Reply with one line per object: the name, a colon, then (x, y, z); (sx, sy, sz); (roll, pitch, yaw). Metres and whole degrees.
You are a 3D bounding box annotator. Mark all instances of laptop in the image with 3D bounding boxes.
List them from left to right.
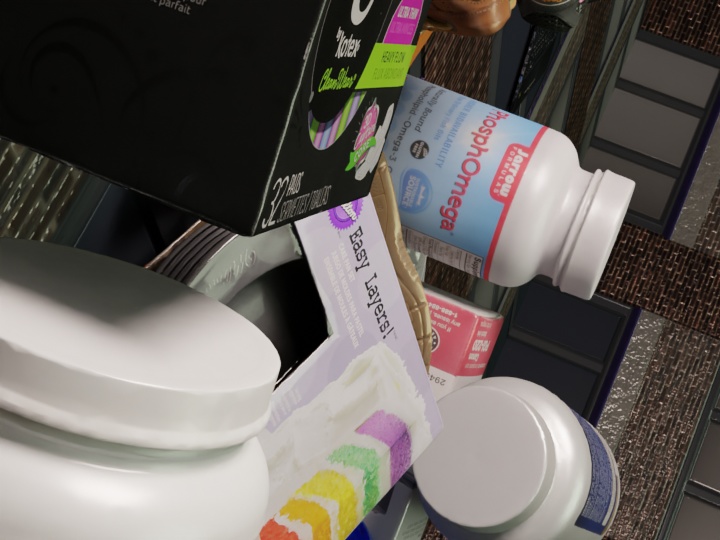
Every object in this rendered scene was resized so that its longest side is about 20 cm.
laptop: (0.271, -0.289, 1.638); (0.177, 0.102, 0.201); (-50, 159, -56)

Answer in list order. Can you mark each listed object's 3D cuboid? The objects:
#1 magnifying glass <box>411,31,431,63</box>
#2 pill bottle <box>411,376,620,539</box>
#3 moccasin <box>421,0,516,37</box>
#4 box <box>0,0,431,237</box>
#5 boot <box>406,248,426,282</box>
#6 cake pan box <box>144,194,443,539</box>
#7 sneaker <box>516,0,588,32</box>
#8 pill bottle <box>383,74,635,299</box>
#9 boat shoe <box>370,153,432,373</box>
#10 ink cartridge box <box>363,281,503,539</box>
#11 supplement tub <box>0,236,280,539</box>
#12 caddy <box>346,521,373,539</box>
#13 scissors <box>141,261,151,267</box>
magnifying glass: (0.060, -0.205, 1.017); (0.080, 0.022, 0.201); (100, 17, -45)
pill bottle: (0.098, 0.130, 0.869); (0.112, 0.110, 0.200); (-67, 157, -6)
moccasin: (0.044, -0.162, 0.748); (0.201, 0.073, 0.078); (-137, -155, -70)
box: (-0.036, -0.131, 0.439); (0.148, 0.123, 0.202); (-30, 140, -74)
boot: (0.019, -0.039, 1.042); (0.096, 0.073, 0.202); (35, 68, -72)
cake pan box: (-0.050, 0.061, 0.661); (0.184, 0.052, 0.201); (-44, 133, -32)
sneaker: (0.110, -0.208, 0.755); (0.087, 0.080, 0.201); (88, 20, -44)
pill bottle: (0.074, -0.056, 0.902); (0.109, 0.198, 0.110); (22, 90, -79)
boat shoe: (0.000, 0.000, 0.858); (0.065, 0.071, 0.202); (-107, -176, -71)
ink cartridge box: (-0.007, 0.098, 0.940); (0.202, 0.145, 0.085); (-70, 163, 5)
supplement tub: (-0.114, 0.104, 0.460); (0.144, 0.143, 0.202); (-28, 139, -73)
caddy: (-0.071, 0.180, 0.810); (0.106, 0.140, 0.200); (-69, 170, 21)
scissors: (-0.090, 0.008, 0.723); (0.200, 0.014, 0.074); (-46, 156, -61)
